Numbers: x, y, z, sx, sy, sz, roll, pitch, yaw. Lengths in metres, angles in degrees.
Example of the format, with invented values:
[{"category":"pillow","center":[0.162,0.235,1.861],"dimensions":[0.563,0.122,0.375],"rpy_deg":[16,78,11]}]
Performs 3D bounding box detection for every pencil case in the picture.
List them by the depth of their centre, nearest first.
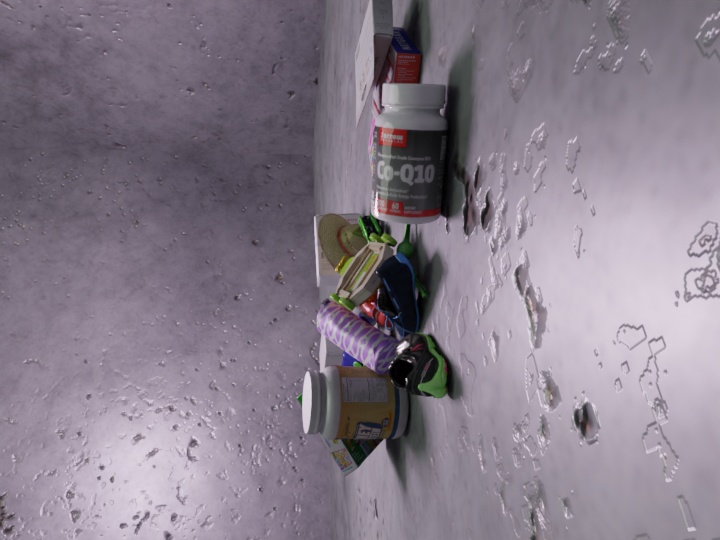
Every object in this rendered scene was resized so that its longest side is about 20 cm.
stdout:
[{"category":"pencil case","center":[-0.005,0.135,1.195],"dimensions":[0.199,0.085,0.085],"rpy_deg":[33,139,35]}]

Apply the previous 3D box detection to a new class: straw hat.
[{"category":"straw hat","center":[-0.016,-0.084,1.546],"dimensions":[0.085,0.200,0.203],"rpy_deg":[-24,57,34]}]

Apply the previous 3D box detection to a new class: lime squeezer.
[{"category":"lime squeezer","center":[0.088,-0.028,1.061],"dimensions":[0.071,0.037,0.202],"rpy_deg":[104,164,-59]}]

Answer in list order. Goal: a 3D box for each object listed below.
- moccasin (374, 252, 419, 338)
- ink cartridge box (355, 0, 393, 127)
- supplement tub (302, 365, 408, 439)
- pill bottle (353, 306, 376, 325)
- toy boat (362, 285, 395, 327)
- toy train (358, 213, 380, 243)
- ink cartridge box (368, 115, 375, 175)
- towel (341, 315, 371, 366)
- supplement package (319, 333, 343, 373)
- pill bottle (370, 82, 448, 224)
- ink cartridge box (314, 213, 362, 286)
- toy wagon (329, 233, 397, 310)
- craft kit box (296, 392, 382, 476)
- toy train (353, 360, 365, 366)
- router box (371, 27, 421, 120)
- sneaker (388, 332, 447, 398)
[{"category":"moccasin","center":[0.058,0.051,1.034],"dimensions":[0.081,0.068,0.201],"rpy_deg":[49,159,46]},{"category":"ink cartridge box","center":[0.025,-0.402,1.118],"dimensions":[0.200,0.043,0.176],"rpy_deg":[127,142,-74]},{"category":"supplement tub","center":[-0.013,0.271,1.177],"dimensions":[0.145,0.197,0.147],"rpy_deg":[-177,90,-77]},{"category":"pill bottle","center":[-0.001,0.085,1.413],"dimensions":[0.200,0.111,0.113],"rpy_deg":[107,161,-62]},{"category":"toy boat","center":[0.019,0.047,1.213],"dimensions":[0.200,0.129,0.132],"rpy_deg":[-155,65,-80]},{"category":"toy train","center":[0.026,-0.096,1.418],"dimensions":[0.200,0.041,0.057],"rpy_deg":[-106,-1,-73]},{"category":"ink cartridge box","center":[0.050,-0.257,1.310],"dimensions":[0.120,0.041,0.202],"rpy_deg":[100,165,-52]},{"category":"towel","center":[0.021,0.209,1.348],"dimensions":[0.147,0.049,0.201],"rpy_deg":[38,141,28]},{"category":"supplement package","center":[-0.056,0.244,1.701],"dimensions":[0.201,0.120,0.121],"rpy_deg":[99,168,-50]},{"category":"pill bottle","center":[0.075,-0.182,0.885],"dimensions":[0.114,0.112,0.202],"rpy_deg":[-115,26,-70]},{"category":"ink cartridge box","center":[-0.060,-0.061,1.685],"dimensions":[0.088,0.143,0.202],"rpy_deg":[101,165,-64]},{"category":"toy wagon","center":[0.000,0.000,1.125],"dimensions":[0.156,0.039,0.200],"rpy_deg":[-56,17,-6]},{"category":"craft kit box","center":[-0.040,0.340,1.318],"dimensions":[0.198,0.048,0.200],"rpy_deg":[53,-163,9]},{"category":"toy train","center":[0.013,0.225,1.291],"dimensions":[0.042,0.056,0.201],"rpy_deg":[-45,-26,-43]},{"category":"router box","center":[0.067,-0.369,1.148],"dimensions":[0.201,0.048,0.181],"rpy_deg":[-102,15,-53]},{"category":"sneaker","center":[0.083,0.151,0.948],"dimensions":[0.200,0.083,0.078],"rpy_deg":[-144,55,-79]}]
